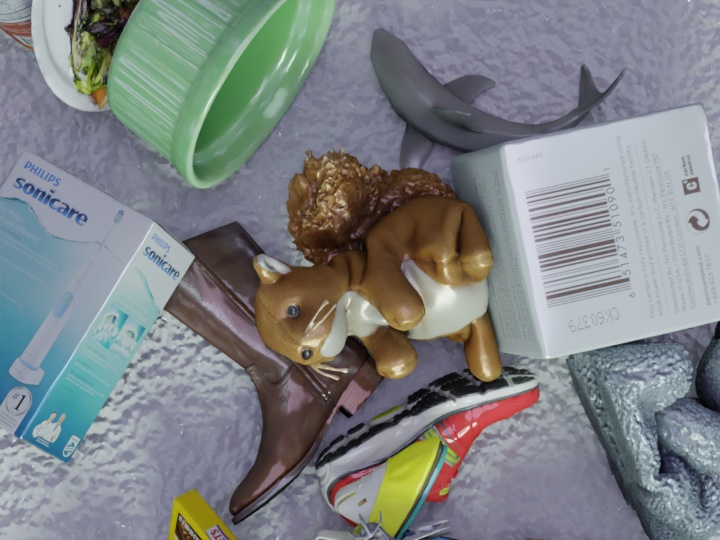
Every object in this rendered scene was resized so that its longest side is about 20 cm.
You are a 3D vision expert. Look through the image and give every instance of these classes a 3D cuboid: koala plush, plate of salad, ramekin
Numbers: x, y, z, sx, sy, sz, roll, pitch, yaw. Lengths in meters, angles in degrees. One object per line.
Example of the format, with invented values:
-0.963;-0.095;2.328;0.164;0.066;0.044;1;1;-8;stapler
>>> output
0.294;0.110;1.529;0.198;0.177;0.185;-23;95;-5;koala plush
-0.188;-0.222;1.548;0.048;0.200;0.201;22;81;31;plate of salad
-0.115;-0.176;1.542;0.097;0.200;0.201;34;83;11;ramekin

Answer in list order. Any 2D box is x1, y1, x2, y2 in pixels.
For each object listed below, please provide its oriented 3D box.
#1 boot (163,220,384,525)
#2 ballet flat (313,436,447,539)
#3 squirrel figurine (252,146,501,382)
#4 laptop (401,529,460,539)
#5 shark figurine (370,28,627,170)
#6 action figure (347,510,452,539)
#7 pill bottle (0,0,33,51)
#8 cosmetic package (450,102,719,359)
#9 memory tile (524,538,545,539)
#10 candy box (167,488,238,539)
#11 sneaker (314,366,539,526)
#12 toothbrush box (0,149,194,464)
-0.105;0.079;1.568;0.200;0.064;0.187;43;70;1;boot
0.001;0.209;1.518;0.067;0.067;0.201;23;113;-2;ballet flat
0.000;0.000;1.536;0.185;0.142;0.201;-14;51;-6;squirrel figurine
0.113;0.315;1.515;0.198;0.116;0.189;10;83;0;laptop
0.107;-0.129;1.592;0.212;0.090;0.130;8;83;2;shark figurine
0.046;0.270;1.426;0.129;0.069;0.201;-29;77;9;action figure
-0.281;-0.259;1.534;0.111;0.200;0.113;-6;72;18;pill bottle
0.180;-0.029;1.504;0.163;0.200;0.167;-12;93;-8;cosmetic package
0.167;0.320;1.530;0.152;0.017;0.202;14;82;-28;memory tile
-0.087;0.272;1.488;0.026;0.103;0.200;-23;53;-31;candy box
0.061;0.144;1.570;0.199;0.077;0.085;-27;102;0;sneaker
-0.252;0.028;1.540;0.146;0.085;0.201;27;82;26;toothbrush box
